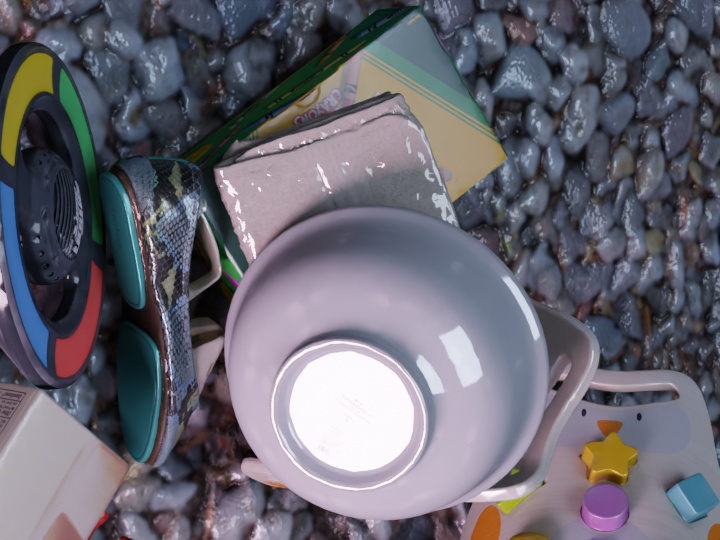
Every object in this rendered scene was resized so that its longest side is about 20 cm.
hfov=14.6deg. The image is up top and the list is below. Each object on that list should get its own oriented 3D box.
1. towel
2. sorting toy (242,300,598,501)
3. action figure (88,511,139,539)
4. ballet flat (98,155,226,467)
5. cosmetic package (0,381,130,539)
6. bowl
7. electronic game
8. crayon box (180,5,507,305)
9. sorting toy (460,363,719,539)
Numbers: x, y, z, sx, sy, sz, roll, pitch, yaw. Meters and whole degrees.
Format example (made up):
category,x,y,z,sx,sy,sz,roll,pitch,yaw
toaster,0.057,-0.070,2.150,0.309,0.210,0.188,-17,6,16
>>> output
category,x,y,z,sx,sy,sz,roll,pitch,yaw
towel,0.000,0.000,1.713,0.132,0.034,0.200,-18,104,2
sorting toy,0.057,0.082,1.787,0.107,0.180,0.200,51,59,-41
action figure,-0.204,0.233,1.677,0.065,0.052,0.200,44,71,-29
ballet flat,-0.113,0.024,1.703,0.074,0.074,0.200,-23,123,-38
cosmetic package,-0.233,0.167,1.610,0.087,0.103,0.200,45,67,-33
bowl,0.004,0.068,1.650,0.090,0.201,0.201,-51,131,-66
electronic game,-0.182,-0.031,1.615,0.200,0.042,0.200,-5,90,-79
crayon box,-0.018,-0.064,1.775,0.200,0.058,0.119,-39,110,-21
sorting toy,0.167,0.144,1.920,0.107,0.200,0.180,87,8,-55
